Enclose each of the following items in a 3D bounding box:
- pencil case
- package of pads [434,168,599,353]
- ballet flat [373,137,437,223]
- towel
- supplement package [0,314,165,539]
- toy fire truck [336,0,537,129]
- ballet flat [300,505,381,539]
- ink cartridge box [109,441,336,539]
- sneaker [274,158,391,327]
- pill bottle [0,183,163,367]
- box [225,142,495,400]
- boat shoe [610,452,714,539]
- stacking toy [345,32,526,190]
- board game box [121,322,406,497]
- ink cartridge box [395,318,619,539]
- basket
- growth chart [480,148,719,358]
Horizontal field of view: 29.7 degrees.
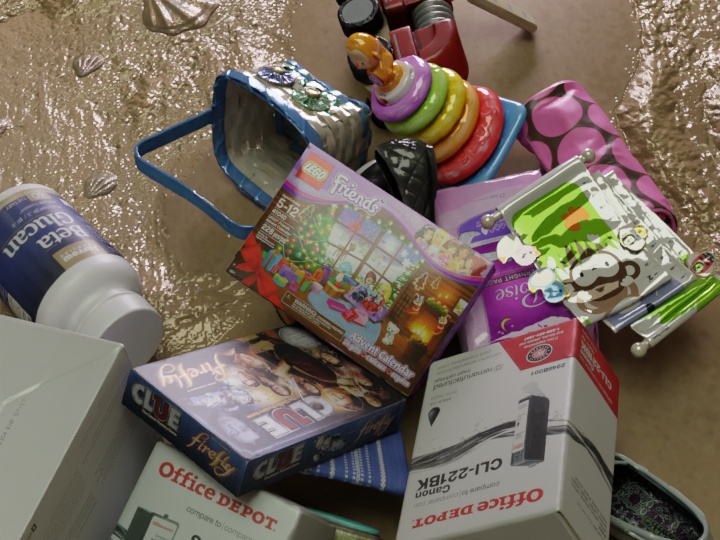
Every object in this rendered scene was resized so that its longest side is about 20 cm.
[{"bbox_3d":[0.219,-0.092,1.305,0.093,0.091,0.201,-25,50,-2],"label":"pencil case"},{"bbox_3d":[0.135,0.004,1.249,0.119,0.076,0.202,-14,52,1],"label":"package of pads"},{"bbox_3d":[0.043,-0.020,1.243,0.056,0.066,0.203,-3,89,-11],"label":"ballet flat"},{"bbox_3d":[-0.056,0.130,1.134,0.198,0.024,0.145,13,23,-11],"label":"towel"},{"bbox_3d":[-0.267,0.177,1.098,0.145,0.201,0.192,12,54,18],"label":"supplement package"},{"bbox_3d":[0.087,-0.251,1.440,0.198,0.129,0.177,-18,51,7],"label":"toy fire truck"},{"bbox_3d":[-0.078,0.215,1.133,0.198,0.071,0.071,18,57,20],"label":"ballet flat"},{"bbox_3d":[-0.129,0.254,1.053,0.145,0.083,0.202,20,78,23],"label":"ink cartridge box"},{"bbox_3d":[0.005,-0.023,1.275,0.090,0.070,0.201,8,55,49],"label":"sneaker"},{"bbox_3d":[-0.275,0.014,1.281,0.111,0.112,0.200,-38,56,-20],"label":"pill bottle"},{"bbox_3d":[0.000,0.000,1.189,0.199,0.039,0.138,33,86,12],"label":"box"},{"bbox_3d":[0.203,0.174,1.109,0.200,0.072,0.070,32,64,30],"label":"boat shoe"},{"bbox_3d":[0.054,-0.164,1.298,0.116,0.199,0.110,27,84,50],"label":"stacking toy"},{"bbox_3d":[-0.073,0.106,1.099,0.135,0.035,0.199,33,27,29],"label":"board game box"},{"bbox_3d":[0.118,0.151,1.065,0.143,0.084,0.201,-20,35,28],"label":"ink cartridge box"},{"bbox_3d":[-0.100,-0.117,1.336,0.176,0.140,0.200,33,54,28],"label":"basket"},{"bbox_3d":[0.213,-0.015,1.186,0.144,0.018,0.200,-40,67,-14],"label":"growth chart"}]
